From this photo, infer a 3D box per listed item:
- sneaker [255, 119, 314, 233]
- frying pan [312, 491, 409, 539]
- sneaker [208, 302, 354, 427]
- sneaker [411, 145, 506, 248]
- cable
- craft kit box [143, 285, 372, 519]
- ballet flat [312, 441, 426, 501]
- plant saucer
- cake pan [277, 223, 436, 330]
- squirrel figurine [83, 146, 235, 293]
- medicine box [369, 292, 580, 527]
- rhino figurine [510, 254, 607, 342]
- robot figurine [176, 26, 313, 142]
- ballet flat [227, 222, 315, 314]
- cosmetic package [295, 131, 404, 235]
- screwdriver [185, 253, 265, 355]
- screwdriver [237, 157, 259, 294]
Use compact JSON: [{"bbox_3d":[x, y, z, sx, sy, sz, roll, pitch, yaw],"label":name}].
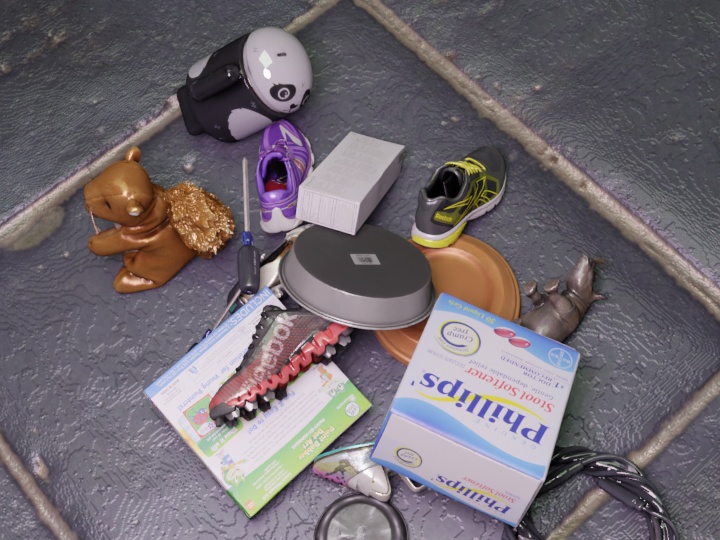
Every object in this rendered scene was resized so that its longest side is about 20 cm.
[{"bbox_3d":[-0.104,-0.143,1.475,0.080,0.084,0.201,-8,45,2],"label":"sneaker"},{"bbox_3d":[0.029,0.329,1.260,0.189,0.031,0.115,32,69,22],"label":"frying pan"},{"bbox_3d":[-0.106,0.099,1.285,0.200,0.071,0.098,-37,82,-18],"label":"sneaker"},{"bbox_3d":[0.136,-0.111,1.435,0.074,0.085,0.200,22,49,22],"label":"sneaker"},{"bbox_3d":[0.263,0.283,1.260,0.198,0.051,0.164,8,58,13],"label":"cable"},{"bbox_3d":[-0.122,0.157,1.324,0.200,0.049,0.198,-40,80,-16],"label":"craft kit box"},{"bbox_3d":[0.045,0.228,1.290,0.198,0.069,0.072,-14,64,-9],"label":"ballet flat"},{"bbox_3d":[0.106,0.034,1.405,0.198,0.038,0.202,-1,62,3],"label":"plant saucer"},{"bbox_3d":[0.000,0.000,1.331,0.198,0.037,0.201,10,31,-6],"label":"cake pan"},{"bbox_3d":[-0.257,-0.077,1.404,0.198,0.187,0.143,-2,61,3],"label":"squirrel figurine"},{"bbox_3d":[0.132,0.154,1.246,0.181,0.103,0.201,23,44,5],"label":"medicine box"},{"bbox_3d":[0.239,0.051,1.365,0.200,0.088,0.060,-42,28,-18],"label":"rhino figurine"},{"bbox_3d":[-0.156,-0.248,1.499,0.199,0.125,0.151,-21,32,31],"label":"robot figurine"},{"bbox_3d":[-0.090,-0.009,1.422,0.200,0.073,0.073,-40,66,-16],"label":"ballet flat"},{"bbox_3d":[-0.011,-0.116,1.431,0.082,0.051,0.200,18,31,11],"label":"cosmetic package"},{"bbox_3d":[-0.177,0.061,1.376,0.029,0.028,0.201,31,90,50],"label":"screwdriver"},{"bbox_3d":[-0.146,-0.060,1.372,0.029,0.028,0.202,-1,59,-16],"label":"screwdriver"}]
